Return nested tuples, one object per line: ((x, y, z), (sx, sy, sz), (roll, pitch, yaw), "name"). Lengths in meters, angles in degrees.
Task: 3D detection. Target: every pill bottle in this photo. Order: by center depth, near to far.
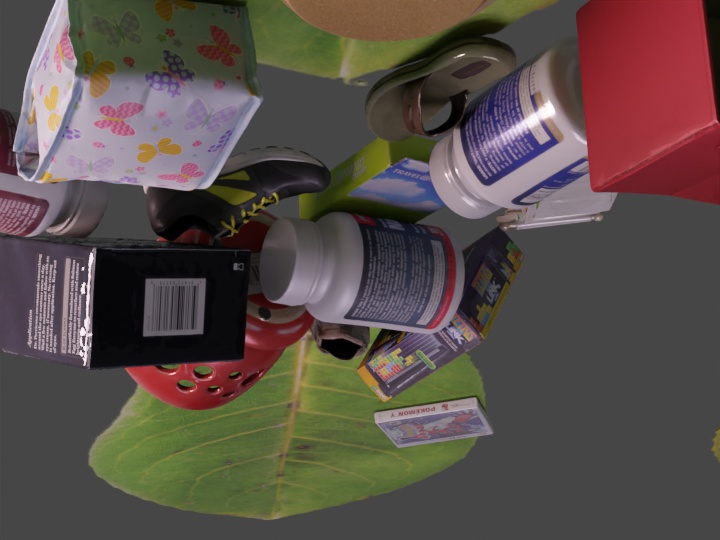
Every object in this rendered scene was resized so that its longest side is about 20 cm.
((-0.342, -0.095, 1.337), (0.199, 0.115, 0.114), (13, 153, -37), "pill bottle")
((0.159, -0.128, 1.371), (0.119, 0.121, 0.200), (10, 154, -34), "pill bottle")
((0.000, 0.000, 1.531), (0.199, 0.120, 0.119), (8, 155, -29), "pill bottle")

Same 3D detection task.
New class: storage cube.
((0.305, -0.168, 1.212), (0.170, 0.201, 0.180), (4, 164, -24), "storage cube")

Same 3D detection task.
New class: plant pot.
((-0.159, 0.031, 1.606), (0.199, 0.202, 0.182), (11, 144, -36), "plant pot")

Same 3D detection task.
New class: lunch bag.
((-0.200, -0.144, 1.236), (0.169, 0.128, 0.200), (2, 148, -25), "lunch bag")

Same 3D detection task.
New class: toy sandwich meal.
((0.026, -0.249, 1.110), (0.204, 0.071, 0.205), (0, 158, 0), "toy sandwich meal")

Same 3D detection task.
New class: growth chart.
((0.234, -0.090, 1.628), (0.144, 0.018, 0.200), (-2, 159, -7), "growth chart")

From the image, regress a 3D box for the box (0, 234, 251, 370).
((-0.247, 0.027, 1.424), (0.199, 0.118, 0.196), (7, -176, 43), "box")

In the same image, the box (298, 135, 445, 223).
((0.035, -0.091, 1.528), (0.121, 0.048, 0.200), (9, 156, -33), "box")

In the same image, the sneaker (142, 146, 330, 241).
((-0.128, -0.073, 1.486), (0.198, 0.085, 0.075), (-6, 161, 5), "sneaker")

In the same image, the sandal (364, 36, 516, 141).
((0.069, -0.160, 1.344), (0.079, 0.058, 0.201), (8, 161, -30), "sandal")

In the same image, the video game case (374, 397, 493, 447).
((0.133, 0.270, 2.519), (0.181, 0.023, 0.200), (-10, 158, 10), "video game case")

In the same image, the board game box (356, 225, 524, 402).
((0.097, 0.049, 1.694), (0.057, 0.200, 0.165), (47, 124, -9), "board game box")

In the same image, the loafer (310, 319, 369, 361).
((-0.028, 0.081, 1.725), (0.071, 0.063, 0.200), (-9, 159, 5), "loafer")
